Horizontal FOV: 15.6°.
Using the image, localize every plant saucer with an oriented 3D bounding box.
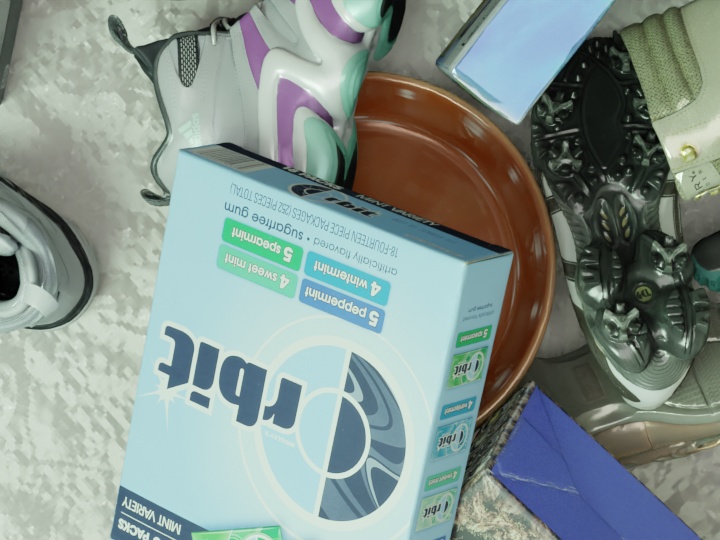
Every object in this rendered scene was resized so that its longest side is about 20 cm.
[{"bbox_3d":[0.000,0.000,1.334,0.198,0.032,0.202,-1,80,4],"label":"plant saucer"}]

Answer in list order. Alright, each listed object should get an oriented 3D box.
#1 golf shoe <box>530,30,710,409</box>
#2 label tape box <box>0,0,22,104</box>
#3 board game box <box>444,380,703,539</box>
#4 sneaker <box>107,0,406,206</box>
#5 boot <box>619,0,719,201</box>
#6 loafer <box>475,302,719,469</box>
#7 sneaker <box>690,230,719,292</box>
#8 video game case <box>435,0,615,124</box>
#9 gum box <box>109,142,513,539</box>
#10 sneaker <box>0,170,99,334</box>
[{"bbox_3d":[0.126,-0.023,1.320,0.077,0.095,0.201,-4,60,1],"label":"golf shoe"},{"bbox_3d":[-0.248,-0.121,1.258,0.143,0.200,0.064,14,95,-1],"label":"label tape box"},{"bbox_3d":[0.068,0.186,1.298,0.159,0.097,0.200,42,121,-3],"label":"board game box"},{"bbox_3d":[-0.057,-0.118,1.307,0.139,0.078,0.201,14,74,10],"label":"sneaker"},{"bbox_3d":[0.219,-0.064,1.210,0.154,0.072,0.201,-28,64,8],"label":"boot"},{"bbox_3d":[0.138,0.070,1.352,0.198,0.063,0.072,-14,53,0],"label":"loafer"},{"bbox_3d":[0.253,-0.053,1.339,0.199,0.078,0.092,-23,78,-1],"label":"sneaker"},{"bbox_3d":[0.116,-0.163,1.264,0.045,0.181,0.200,38,94,-4],"label":"video game case"},{"bbox_3d":[-0.028,0.061,1.231,0.169,0.044,0.202,22,110,31],"label":"gum box"},{"bbox_3d":[-0.222,-0.034,1.308,0.199,0.115,0.075,33,94,-3],"label":"sneaker"}]
